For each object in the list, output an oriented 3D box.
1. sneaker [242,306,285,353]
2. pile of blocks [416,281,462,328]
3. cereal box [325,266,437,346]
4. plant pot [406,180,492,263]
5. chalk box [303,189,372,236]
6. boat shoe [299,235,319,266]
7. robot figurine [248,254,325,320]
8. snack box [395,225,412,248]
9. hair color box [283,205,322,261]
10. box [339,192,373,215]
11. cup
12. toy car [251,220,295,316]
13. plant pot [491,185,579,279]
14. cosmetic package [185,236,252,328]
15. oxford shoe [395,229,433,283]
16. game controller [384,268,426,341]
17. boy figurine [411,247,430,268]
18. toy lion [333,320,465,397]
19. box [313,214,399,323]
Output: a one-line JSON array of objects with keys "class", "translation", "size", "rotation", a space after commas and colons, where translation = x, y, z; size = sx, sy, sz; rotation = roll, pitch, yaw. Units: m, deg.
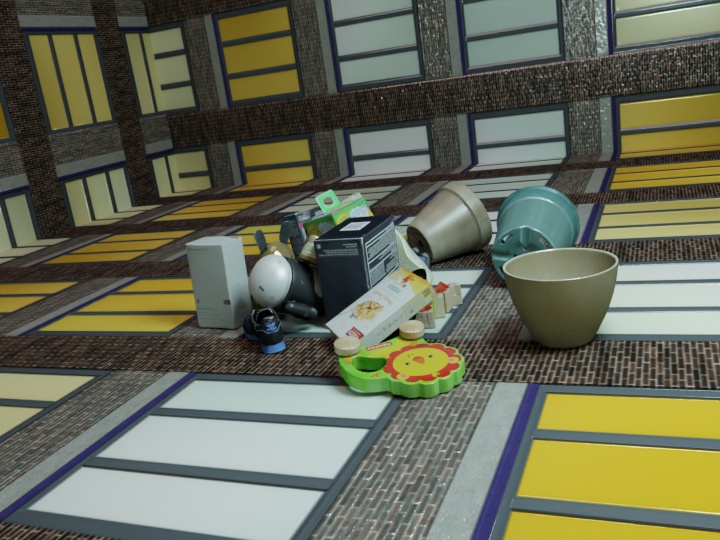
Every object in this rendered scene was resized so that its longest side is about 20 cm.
[{"class": "sneaker", "translation": [-0.207, 0.109, 1.538], "size": [0.070, 0.079, 0.200], "rotation": [-15, 17, -22]}, {"class": "pile of blocks", "translation": [0.153, 0.062, 1.543], "size": [0.082, 0.063, 0.200], "rotation": [1, 18, 32]}, {"class": "cereal box", "translation": [0.038, 0.079, 1.425], "size": [0.199, 0.040, 0.144], "rotation": [-37, 24, -11]}, {"class": "plant pot", "translation": [0.225, -0.110, 1.945], "size": [0.173, 0.201, 0.200], "rotation": [-33, 23, -18]}, {"class": "chalk box", "translation": [-0.044, -0.100, 1.781], "size": [0.124, 0.201, 0.123], "rotation": [-32, 14, -39]}, {"class": "boat shoe", "translation": [-0.096, -0.042, 1.639], "size": [0.072, 0.066, 0.200], "rotation": [17, -3, 4]}, {"class": "robot figurine", "translation": [-0.151, 0.040, 1.594], "size": [0.199, 0.126, 0.150], "rotation": [19, -13, -38]}, {"class": "snack box", "translation": [0.084, -0.068, 2.042], "size": [0.199, 0.068, 0.168], "rotation": [-21, 19, -38]}, {"class": "hair color box", "translation": [-0.116, -0.055, 1.838], "size": [0.100, 0.202, 0.060], "rotation": [-21, 9, -39]}, {"class": "box", "translation": [-0.060, -0.100, 1.935], "size": [0.199, 0.128, 0.109], "rotation": [-32, 5, 14]}, {"class": "cup", "translation": [0.362, 0.054, 1.302], "size": [0.198, 0.145, 0.200], "rotation": [-8, 15, 2]}, {"class": "toy car", "translation": [-0.187, -0.011, 1.728], "size": [0.164, 0.202, 0.157], "rotation": [-21, 20, -39]}, {"class": "plant pot", "translation": [0.393, -0.067, 1.672], "size": [0.199, 0.202, 0.196], "rotation": [-1, 25, 24]}, {"class": "cosmetic package", "translation": [-0.323, 0.026, 1.670], "size": [0.112, 0.202, 0.081], "rotation": [-1, 17, 28]}, {"class": "oxford shoe", "translation": [0.104, -0.027, 1.739], "size": [0.075, 0.200, 0.058], "rotation": [-47, -21, 20]}, {"class": "game controller", "translation": [0.082, 0.067, 1.481], "size": [0.104, 0.042, 0.201], "rotation": [-36, 19, 32]}, {"class": "boy figurine", "translation": [0.084, 0.001, 1.798], "size": [0.199, 0.065, 0.124], "rotation": [-23, 36, -35]}, {"class": "toy lion", "translation": [0.070, 0.164, 1.243], "size": [0.198, 0.069, 0.192], "rotation": [-12, 23, -13]}, {"class": "box", "translation": [0.000, 0.000, 1.589], "size": [0.122, 0.200, 0.200], "rotation": [-2, 16, 24]}]
